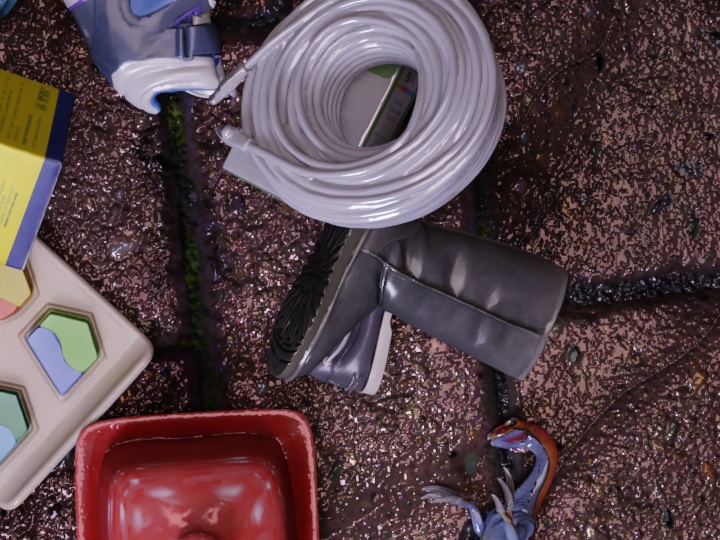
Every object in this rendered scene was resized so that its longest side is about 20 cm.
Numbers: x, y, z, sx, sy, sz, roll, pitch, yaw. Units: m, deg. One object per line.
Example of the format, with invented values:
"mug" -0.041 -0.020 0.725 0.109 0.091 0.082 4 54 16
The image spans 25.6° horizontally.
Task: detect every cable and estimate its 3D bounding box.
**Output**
"cable" 0.010 -0.125 1.178 0.200 0.069 0.200 -47 64 0

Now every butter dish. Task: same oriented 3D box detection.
"butter dish" -0.128 0.217 1.252 0.199 0.148 0.201 -3 91 -6

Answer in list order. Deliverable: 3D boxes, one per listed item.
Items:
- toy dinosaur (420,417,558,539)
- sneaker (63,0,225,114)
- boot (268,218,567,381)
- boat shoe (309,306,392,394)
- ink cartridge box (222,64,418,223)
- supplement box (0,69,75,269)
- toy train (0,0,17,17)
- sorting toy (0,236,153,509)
"toy dinosaur" 0.113 0.223 1.328 0.182 0.105 0.200 -47 132 -15
"sneaker" -0.129 -0.217 1.287 0.199 0.081 0.147 -34 101 -7
"boot" 0.047 0.039 1.252 0.199 0.073 0.183 27 96 -27
"boat shoe" 0.000 0.000 1.298 0.062 0.073 0.201 9 95 -9
"ink cartridge box" -0.017 -0.145 1.273 0.103 0.059 0.201 28 95 21
"supplement box" -0.333 -0.099 1.216 0.199 0.109 0.110 19 122 -15
"toy train" -0.363 -0.191 1.269 0.115 0.085 0.201 32 91 -20
"sorting toy" -0.299 0.066 1.293 0.200 0.036 0.185 43 88 -4
